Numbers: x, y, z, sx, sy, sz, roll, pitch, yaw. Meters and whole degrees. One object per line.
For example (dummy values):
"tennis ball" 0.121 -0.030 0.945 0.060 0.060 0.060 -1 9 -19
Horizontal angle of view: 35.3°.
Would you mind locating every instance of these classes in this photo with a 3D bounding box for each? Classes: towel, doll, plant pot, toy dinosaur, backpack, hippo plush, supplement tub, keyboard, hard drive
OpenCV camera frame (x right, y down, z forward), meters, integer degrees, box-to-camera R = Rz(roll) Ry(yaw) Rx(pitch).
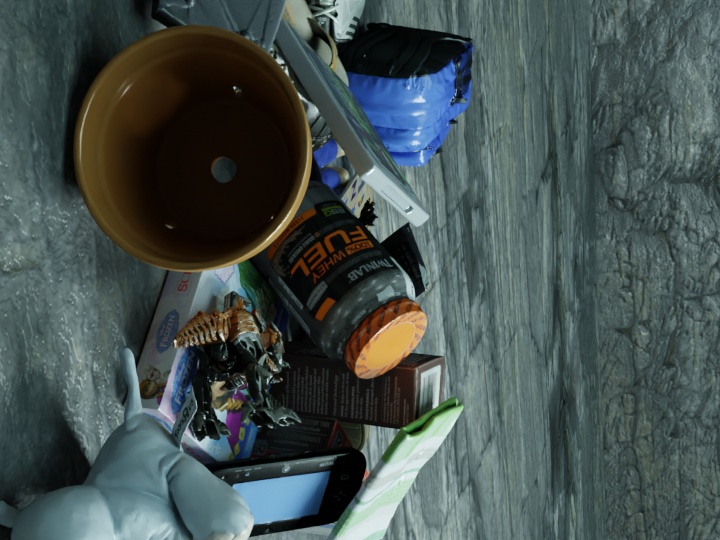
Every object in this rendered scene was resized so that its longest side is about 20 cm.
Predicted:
"towel" 0.032 0.233 1.212 0.201 0.031 0.149 -59 163 23
"doll" -0.068 -0.102 1.308 0.200 0.048 0.139 -34 123 -64
"plant pot" -0.134 -0.097 0.988 0.140 0.197 0.204 27 67 -84
"toy dinosaur" -0.125 0.084 1.063 0.199 0.101 0.138 10 67 -49
"backpack" 0.053 -0.218 1.446 0.200 0.160 0.170 -46 137 -60
"hippo plush" -0.189 0.209 0.900 0.160 0.158 0.202 -36 145 -49
"supplement tub" -0.025 0.010 1.205 0.122 0.200 0.123 -31 151 -20
"keyboard" 0.000 0.000 1.283 0.020 0.200 0.129 -8 71 -38
"hard drive" -0.127 -0.298 1.080 0.134 0.042 0.203 28 64 -36

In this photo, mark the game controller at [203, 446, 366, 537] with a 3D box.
"game controller" -0.088 0.228 1.154 0.042 0.197 0.105 61 -38 38

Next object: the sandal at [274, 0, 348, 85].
"sandal" -0.058 -0.249 1.276 0.081 0.054 0.201 -51 143 -18

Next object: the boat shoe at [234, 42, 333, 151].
"boat shoe" -0.100 -0.203 1.200 0.200 0.075 0.074 45 15 -48

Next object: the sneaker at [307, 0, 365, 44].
"sneaker" -0.037 -0.333 1.318 0.201 0.074 0.117 47 48 -64

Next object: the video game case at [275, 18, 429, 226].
"video game case" -0.008 -0.152 1.191 0.201 0.023 0.182 59 10 22

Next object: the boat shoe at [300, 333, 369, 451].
"boat shoe" -0.019 0.142 1.422 0.068 0.071 0.202 -57 146 -43

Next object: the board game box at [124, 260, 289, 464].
"board game box" -0.147 0.086 1.144 0.200 0.041 0.203 57 41 -55

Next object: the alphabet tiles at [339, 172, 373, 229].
"alphabet tiles" -0.020 -0.038 1.434 0.201 0.007 0.169 -60 160 -48

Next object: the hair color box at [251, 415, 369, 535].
"hair color box" -0.054 0.240 1.304 0.201 0.109 0.065 65 36 -48

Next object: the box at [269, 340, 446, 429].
"box" -0.013 0.127 1.274 0.100 0.197 0.076 -8 103 -66
